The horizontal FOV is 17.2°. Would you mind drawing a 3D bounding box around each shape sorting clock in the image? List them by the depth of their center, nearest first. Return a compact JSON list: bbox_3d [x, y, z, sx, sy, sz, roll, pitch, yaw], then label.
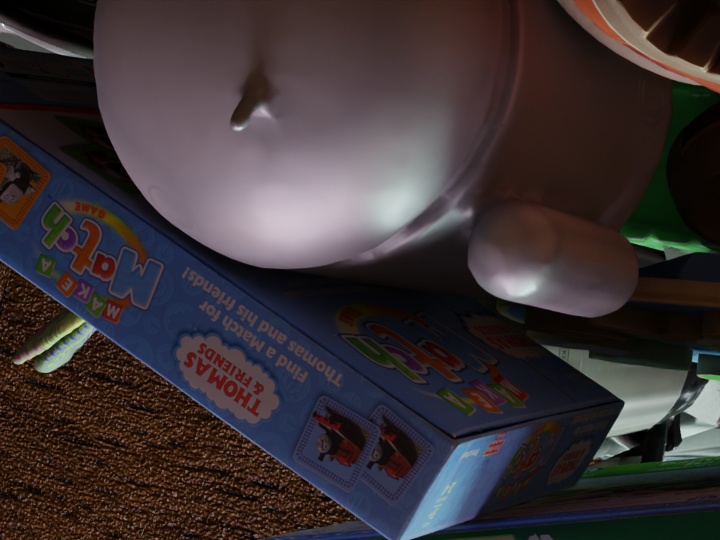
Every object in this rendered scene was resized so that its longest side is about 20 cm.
[{"bbox_3d":[0.140,0.025,0.727,0.200,0.039,0.200,4,174,0],"label":"shape sorting clock"}]

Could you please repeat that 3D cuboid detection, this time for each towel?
[{"bbox_3d":[-0.062,-0.028,1.096,0.144,0.023,0.200,-29,-168,50],"label":"towel"}]

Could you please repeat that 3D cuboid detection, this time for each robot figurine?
[{"bbox_3d":[0.007,-0.053,0.627,0.170,0.113,0.200,47,-161,25],"label":"robot figurine"}]

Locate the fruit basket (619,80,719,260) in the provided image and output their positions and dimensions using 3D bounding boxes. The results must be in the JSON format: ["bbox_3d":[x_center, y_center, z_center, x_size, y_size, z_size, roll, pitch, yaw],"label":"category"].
[{"bbox_3d":[0.201,-0.031,0.847,0.200,0.094,0.185,6,-179,-26],"label":"fruit basket"}]

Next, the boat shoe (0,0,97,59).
[{"bbox_3d":[-0.053,-0.083,0.800,0.200,0.067,0.057,12,-166,-29],"label":"boat shoe"}]

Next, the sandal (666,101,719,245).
[{"bbox_3d":[0.186,-0.024,0.685,0.200,0.054,0.080,-7,141,19],"label":"sandal"}]

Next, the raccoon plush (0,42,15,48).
[{"bbox_3d":[-0.147,-0.111,0.908,0.134,0.097,0.200,-5,-144,-27],"label":"raccoon plush"}]

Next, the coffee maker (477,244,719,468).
[{"bbox_3d":[0.100,0.020,1.085,0.200,0.135,0.192,2,-158,-33],"label":"coffee maker"}]

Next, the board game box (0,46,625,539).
[{"bbox_3d":[-0.034,0.000,0.675,0.200,0.037,0.151,33,-168,19],"label":"board game box"}]

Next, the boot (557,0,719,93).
[{"bbox_3d":[0.136,-0.058,0.560,0.200,0.075,0.107,18,-179,-13],"label":"boot"}]

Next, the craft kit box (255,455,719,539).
[{"bbox_3d":[0.098,0.081,0.705,0.200,0.049,0.197,-8,180,31],"label":"craft kit box"}]
